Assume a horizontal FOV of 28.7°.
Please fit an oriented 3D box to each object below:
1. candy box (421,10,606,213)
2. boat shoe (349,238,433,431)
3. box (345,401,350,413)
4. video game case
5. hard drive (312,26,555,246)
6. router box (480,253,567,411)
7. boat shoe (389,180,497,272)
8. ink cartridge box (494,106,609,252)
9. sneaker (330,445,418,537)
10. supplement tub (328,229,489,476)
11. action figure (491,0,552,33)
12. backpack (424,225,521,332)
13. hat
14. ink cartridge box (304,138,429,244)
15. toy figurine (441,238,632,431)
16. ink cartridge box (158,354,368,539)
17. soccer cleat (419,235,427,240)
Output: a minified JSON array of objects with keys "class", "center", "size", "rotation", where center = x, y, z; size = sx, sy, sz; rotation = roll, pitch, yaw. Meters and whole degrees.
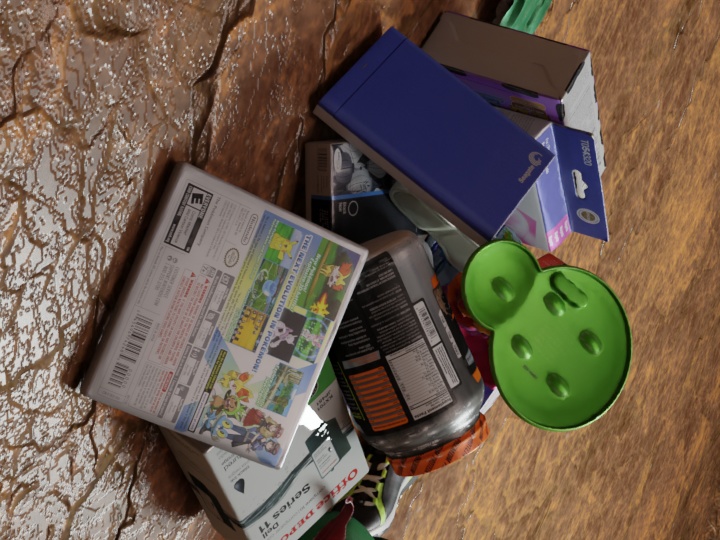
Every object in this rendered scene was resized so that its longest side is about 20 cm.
[{"class":"candy box","center":[0.162,-0.164,1.484],"size":[0.072,0.167,0.200],"rotation":[-58,152,-21]},{"class":"boat shoe","center":[0.044,0.063,1.372],"size":[0.068,0.073,0.200],"rotation":[-5,106,-50]},{"class":"box","center":[-0.052,0.073,1.342],"size":[0.041,0.039,0.200],"rotation":[-64,147,-36]},{"class":"video game case","center":[-0.107,0.039,1.144],"size":[0.182,0.022,0.200],"rotation":[25,83,-25]},{"class":"hard drive","center":[0.071,-0.126,1.310],"size":[0.132,0.200,0.025],"rotation":[-50,178,-36]},{"class":"router box","center":[0.169,0.080,1.612],"size":[0.200,0.049,0.179],"rotation":[-57,170,12]},{"class":"boat shoe","center":[0.107,-0.045,1.371],"size":[0.200,0.073,0.062],"rotation":[41,67,-36]},{"class":"ink cartridge box","center":[0.155,-0.097,1.482],"size":[0.043,0.200,0.197],"rotation":[-59,152,-22]},{"class":"sneaker","center":[0.017,0.226,1.603],"size":[0.200,0.072,0.083],"rotation":[-52,142,-48]},{"class":"supplement tub","center":[0.034,0.075,1.268],"size":[0.122,0.122,0.200],"rotation":[-35,104,-51]},{"class":"action figure","center":[0.185,-0.315,1.555],"size":[0.200,0.055,0.118],"rotation":[-62,156,-1]},{"class":"backpack","center":[0.089,0.025,1.502],"size":[0.200,0.154,0.163],"rotation":[-41,169,4]},{"class":"hat","center":[-0.047,0.258,1.423],"size":[0.176,0.200,0.166],"rotation":[69,28,-23]},{"class":"ink cartridge box","center":[0.027,-0.080,1.359],"size":[0.200,0.039,0.100],"rotation":[-12,104,-48]},{"class":"toy figurine","center":[0.129,0.053,1.341],"size":[0.200,0.184,0.150],"rotation":[44,74,-18]},{"class":"ink cartridge box","center":[-0.085,0.154,1.273],"size":[0.147,0.083,0.200],"rotation":[-42,142,-20]},{"class":"soccer cleat","center":[0.000,0.000,1.416],"size":[0.073,0.068,0.200],"rotation":[49,63,-40]}]
